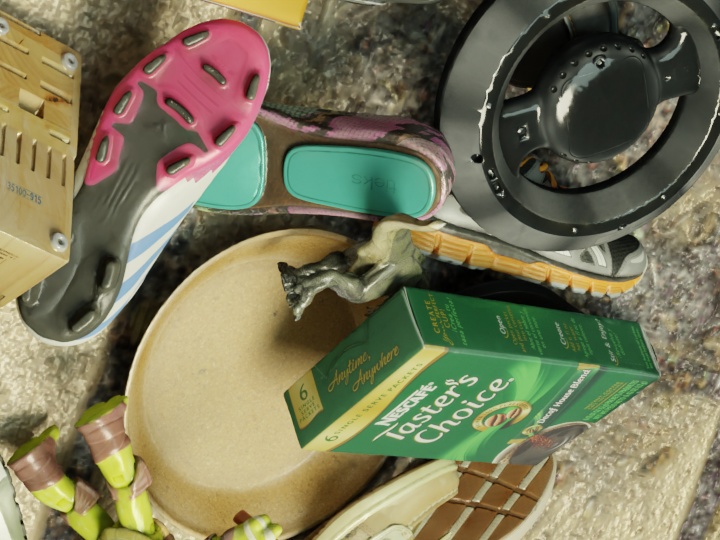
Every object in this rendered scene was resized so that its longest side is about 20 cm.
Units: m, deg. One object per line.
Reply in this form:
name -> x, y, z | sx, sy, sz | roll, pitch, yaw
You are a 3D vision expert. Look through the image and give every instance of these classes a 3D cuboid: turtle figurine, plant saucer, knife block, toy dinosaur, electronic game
turtle figurine -> -0.134, 0.160, 1.207 | 0.161, 0.200, 0.064 | 58, 39, -9
plant saucer -> -0.058, 0.066, 1.273 | 0.200, 0.035, 0.200 | -12, 114, -29
knife block -> -0.228, -0.020, 1.126 | 0.064, 0.175, 0.200 | 28, 47, -38
toy dinosaur -> 0.000, 0.000, 1.195 | 0.088, 0.200, 0.048 | -15, 78, -3
electronic game -> 0.135, -0.101, 1.235 | 0.200, 0.042, 0.200 | -11, 122, -19

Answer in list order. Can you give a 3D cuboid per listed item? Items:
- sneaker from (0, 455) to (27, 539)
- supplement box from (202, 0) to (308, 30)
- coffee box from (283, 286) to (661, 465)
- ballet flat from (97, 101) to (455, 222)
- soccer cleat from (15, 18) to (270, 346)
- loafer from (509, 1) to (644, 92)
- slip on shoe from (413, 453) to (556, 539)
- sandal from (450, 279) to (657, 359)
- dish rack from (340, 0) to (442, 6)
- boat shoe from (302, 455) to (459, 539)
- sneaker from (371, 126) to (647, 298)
sneaker -> -0.227, 0.184, 1.200 | 0.088, 0.077, 0.200 | -14, 111, -13
supplement box -> -0.109, -0.250, 1.058 | 0.197, 0.133, 0.200 | 12, 101, -35
coffee box -> 0.067, 0.068, 1.264 | 0.200, 0.044, 0.123 | 10, 142, -41
ballet flat -> -0.045, -0.068, 1.194 | 0.200, 0.071, 0.069 | 7, 115, 5
soccer cleat -> -0.120, -0.050, 1.142 | 0.070, 0.086, 0.200 | 35, 91, -3
loafer -> 0.113, -0.137, 1.261 | 0.072, 0.073, 0.200 | -58, 137, -12
slip on shoe -> 0.049, 0.184, 1.376 | 0.200, 0.076, 0.061 | -50, 166, -16
sandal -> 0.119, 0.054, 1.357 | 0.200, 0.045, 0.075 | 18, 137, -38
dish rack -> 0.027, -0.242, 1.158 | 0.153, 0.054, 0.200 | -12, 113, -73
boat shoe -> -0.013, 0.188, 1.308 | 0.200, 0.073, 0.063 | -37, 83, -8
sneaker -> 0.103, -0.033, 1.315 | 0.200, 0.078, 0.077 | 13, 93, -36
